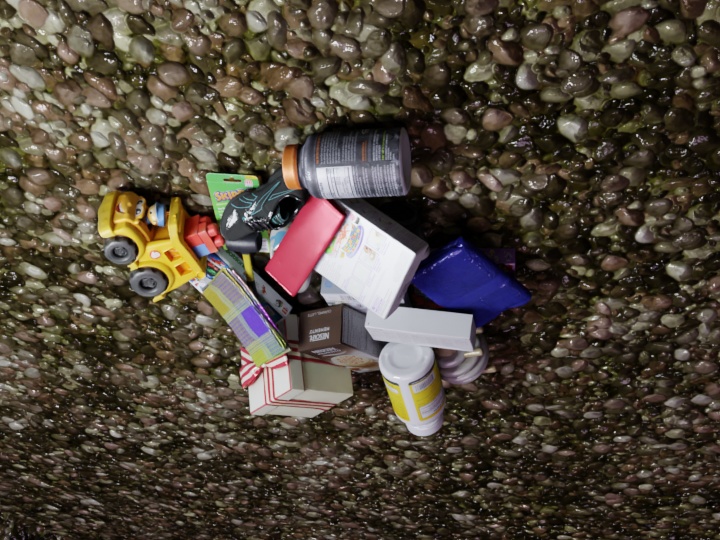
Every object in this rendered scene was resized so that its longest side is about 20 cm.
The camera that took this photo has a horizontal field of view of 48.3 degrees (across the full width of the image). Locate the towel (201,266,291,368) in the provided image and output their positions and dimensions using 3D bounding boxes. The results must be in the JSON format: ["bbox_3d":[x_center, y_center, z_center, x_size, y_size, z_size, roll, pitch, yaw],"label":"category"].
[{"bbox_3d":[-0.224,0.091,1.543,0.201,0.023,0.143,54,143,-5],"label":"towel"}]

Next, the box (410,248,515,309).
[{"bbox_3d":[0.192,0.016,1.513,0.196,0.040,0.138,1,140,11],"label":"box"}]

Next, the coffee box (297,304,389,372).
[{"bbox_3d":[-0.019,0.139,1.596,0.113,0.081,0.199,-14,153,36],"label":"coffee box"}]

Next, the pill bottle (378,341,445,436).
[{"bbox_3d":[0.109,0.234,1.586,0.109,0.112,0.202,-4,131,16],"label":"pill bottle"}]

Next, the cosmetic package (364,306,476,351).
[{"bbox_3d":[0.113,0.105,1.497,0.196,0.052,0.083,6,161,16],"label":"cosmetic package"}]

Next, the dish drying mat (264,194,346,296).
[{"bbox_3d":[-0.095,-0.047,1.381,0.077,0.018,0.201,42,125,9],"label":"dish drying mat"}]

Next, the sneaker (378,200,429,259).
[{"bbox_3d":[0.024,-0.077,1.419,0.196,0.071,0.101,5,127,19],"label":"sneaker"}]

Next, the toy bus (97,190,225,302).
[{"bbox_3d":[-0.352,-0.065,1.462,0.189,0.137,0.201,-19,133,13],"label":"toy bus"}]

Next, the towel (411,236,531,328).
[{"bbox_3d":[0.195,0.020,1.451,0.199,0.050,0.147,34,132,-30],"label":"towel"}]

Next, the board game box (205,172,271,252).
[{"bbox_3d":[-0.216,-0.107,1.453,0.094,0.030,0.201,4,144,5],"label":"board game box"}]

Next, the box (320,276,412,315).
[{"bbox_3d":[0.018,0.062,1.559,0.153,0.042,0.200,0,158,11],"label":"box"}]

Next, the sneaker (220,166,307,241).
[{"bbox_3d":[-0.166,-0.103,1.372,0.199,0.080,0.075,-35,138,25],"label":"sneaker"}]

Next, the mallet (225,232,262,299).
[{"bbox_3d":[-0.217,0.009,1.512,0.065,0.041,0.203,10,127,8],"label":"mallet"}]

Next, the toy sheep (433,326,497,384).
[{"bbox_3d":[0.203,0.169,1.632,0.136,0.140,0.200,-10,144,23],"label":"toy sheep"}]

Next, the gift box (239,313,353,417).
[{"bbox_3d":[-0.146,0.193,1.685,0.185,0.203,0.184,11,143,-38],"label":"gift box"}]

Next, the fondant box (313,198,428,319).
[{"bbox_3d":[0.000,-0.034,1.374,0.199,0.058,0.146,34,123,14],"label":"fondant box"}]

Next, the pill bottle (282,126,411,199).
[{"bbox_3d":[-0.023,-0.169,1.273,0.196,0.108,0.107,-1,141,13],"label":"pill bottle"}]

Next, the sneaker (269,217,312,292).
[{"bbox_3d":[-0.136,-0.016,1.507,0.075,0.082,0.202,1,142,7],"label":"sneaker"}]

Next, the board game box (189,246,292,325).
[{"bbox_3d":[-0.245,0.042,1.593,0.200,0.035,0.126,45,133,-13],"label":"board game box"}]
